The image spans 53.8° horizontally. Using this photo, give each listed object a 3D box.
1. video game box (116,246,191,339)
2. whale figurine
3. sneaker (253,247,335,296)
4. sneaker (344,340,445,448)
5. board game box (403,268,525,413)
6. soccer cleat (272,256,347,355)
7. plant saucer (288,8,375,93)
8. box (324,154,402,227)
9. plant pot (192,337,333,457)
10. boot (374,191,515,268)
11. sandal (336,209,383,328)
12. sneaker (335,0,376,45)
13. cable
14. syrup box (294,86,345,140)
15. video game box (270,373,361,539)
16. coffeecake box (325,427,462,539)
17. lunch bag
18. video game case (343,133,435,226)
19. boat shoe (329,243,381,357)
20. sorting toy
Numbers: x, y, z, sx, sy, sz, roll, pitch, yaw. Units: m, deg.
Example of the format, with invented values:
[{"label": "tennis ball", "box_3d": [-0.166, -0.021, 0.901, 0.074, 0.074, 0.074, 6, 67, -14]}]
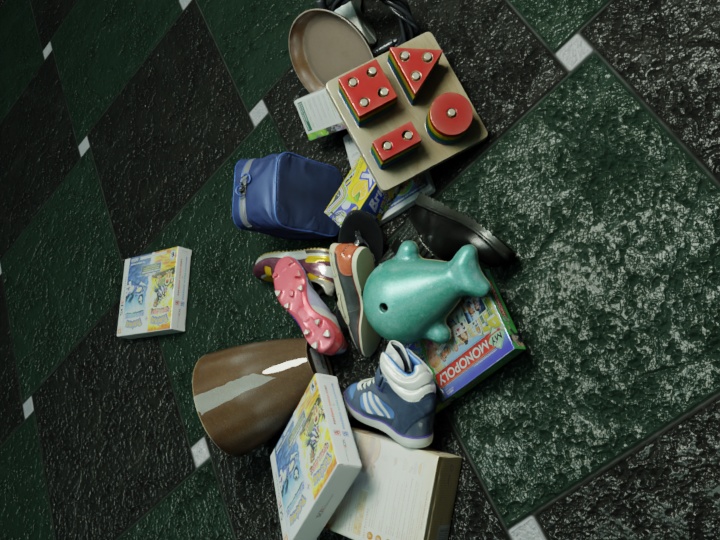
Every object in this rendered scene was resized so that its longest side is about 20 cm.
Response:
[{"label": "video game box", "box_3d": [-0.460, 0.053, 1.579, 0.198, 0.047, 0.185, -10, 74, 37]}, {"label": "whale figurine", "box_3d": [0.087, 0.033, 1.029, 0.199, 0.103, 0.161, -23, 84, 37]}, {"label": "sneaker", "box_3d": [-0.125, 0.016, 1.301, 0.198, 0.075, 0.091, -9, 67, 38]}, {"label": "sneaker", "box_3d": [0.043, 0.165, 1.077, 0.199, 0.080, 0.148, 23, 119, 53]}, {"label": "board game box", "box_3d": [0.143, 0.109, 1.061, 0.200, 0.029, 0.136, -45, 52, 36]}, {"label": "soccer cleat", "box_3d": [-0.088, 0.062, 1.215, 0.067, 0.076, 0.201, -40, 59, 11]}, {"label": "plant saucer", "box_3d": [-0.045, -0.387, 1.304, 0.199, 0.202, 0.032, 10, 44, 40]}, {"label": "box", "box_3d": [0.027, -0.157, 1.212, 0.070, 0.064, 0.201, 43, 104, 37]}, {"label": "plant pot", "box_3d": [-0.153, 0.196, 1.224, 0.198, 0.187, 0.189, -25, 62, 15]}, {"label": "boot", "box_3d": [0.128, -0.013, 1.104, 0.211, 0.079, 0.159, 35, 97, 44]}, {"label": "sandal", "box_3d": [0.001, 0.000, 1.186, 0.043, 0.075, 0.203, -133, 44, -74]}, {"label": "sneaker", "box_3d": [-0.034, -0.500, 1.378, 0.080, 0.070, 0.202, -31, 61, 31]}, {"label": "cable", "box_3d": [0.010, -0.433, 1.276, 0.198, 0.051, 0.165, 15, 130, 17]}, {"label": "syrup box", "box_3d": [-0.020, -0.301, 1.265, 0.199, 0.081, 0.080, -5, 113, 49]}, {"label": "video game box", "box_3d": [-0.076, 0.297, 1.102, 0.201, 0.046, 0.183, -62, 30, 27]}, {"label": "coffeecake box", "box_3d": [0.040, 0.336, 1.078, 0.198, 0.073, 0.156, 6, 81, 39]}, {"label": "lunch bag", "box_3d": [-0.141, -0.129, 1.274, 0.131, 0.199, 0.138, -2, 81, 40]}, {"label": "video game case", "box_3d": [0.047, -0.191, 1.259, 0.142, 0.018, 0.202, -30, 61, 29]}, {"label": "boat shoe", "box_3d": [-0.008, 0.048, 1.152, 0.062, 0.071, 0.202, 10, 124, 31]}, {"label": "sorting toy", "box_3d": [0.075, -0.260, 1.119, 0.197, 0.070, 0.202, -28, 83, -7]}]
